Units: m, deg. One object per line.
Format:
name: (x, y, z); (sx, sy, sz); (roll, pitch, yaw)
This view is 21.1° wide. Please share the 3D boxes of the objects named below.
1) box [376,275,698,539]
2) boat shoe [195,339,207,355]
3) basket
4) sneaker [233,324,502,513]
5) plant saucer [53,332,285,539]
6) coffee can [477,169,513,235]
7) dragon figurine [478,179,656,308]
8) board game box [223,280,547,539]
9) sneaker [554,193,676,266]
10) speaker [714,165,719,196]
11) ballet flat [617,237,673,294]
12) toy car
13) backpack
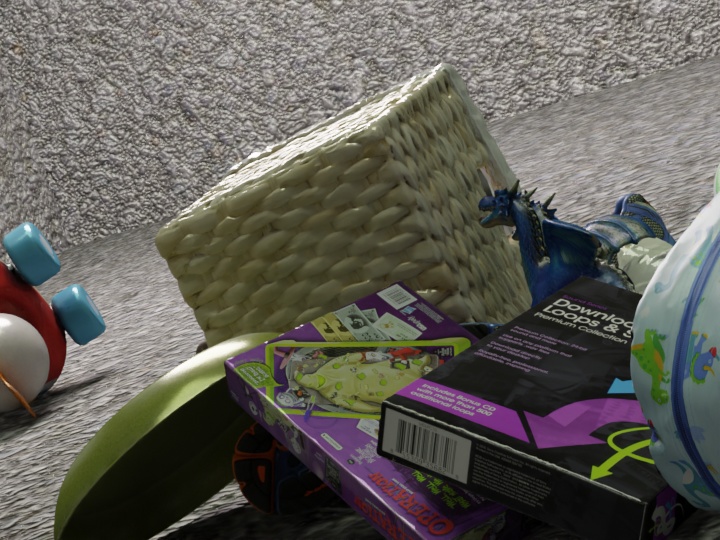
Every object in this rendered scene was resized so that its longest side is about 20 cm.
box: (0.122, 0.065, 0.954); (0.143, 0.036, 0.200); (19, 27, 29)
boat shoe: (-0.057, 0.062, 1.508); (0.072, 0.076, 0.200); (-21, 9, -31)
basket: (0.000, 0.000, 1.281); (0.200, 0.199, 0.161); (-24, 7, 27)
sneaker: (0.020, 0.079, 1.142); (0.199, 0.076, 0.078); (-18, 4, 2)
plant saucer: (-0.106, 0.099, 1.145); (0.200, 0.031, 0.200); (-37, -17, -13)
coffee can: (0.029, -0.031, 1.665); (0.199, 0.147, 0.146); (-19, 8, 3)
dragon figurine: (0.139, -0.003, 1.165); (0.059, 0.100, 0.200); (-1, 4, -34)
board game box: (0.029, 0.078, 1.010); (0.120, 0.032, 0.200); (-20, 35, -27)
sneaker: (0.138, -0.001, 1.439); (0.199, 0.079, 0.075); (-20, 7, -1)
speaker: (0.298, -0.049, 1.302); (0.088, 0.089, 0.200); (-20, 8, -1)
ballet flat: (0.175, 0.010, 1.321); (0.200, 0.070, 0.069); (-12, 10, 42)
toy car: (-0.349, 0.090, 1.903); (0.184, 0.177, 0.200); (-32, 37, 0)
backpack: (0.204, 0.023, 0.849); (0.200, 0.164, 0.154); (-30, 26, -23)
